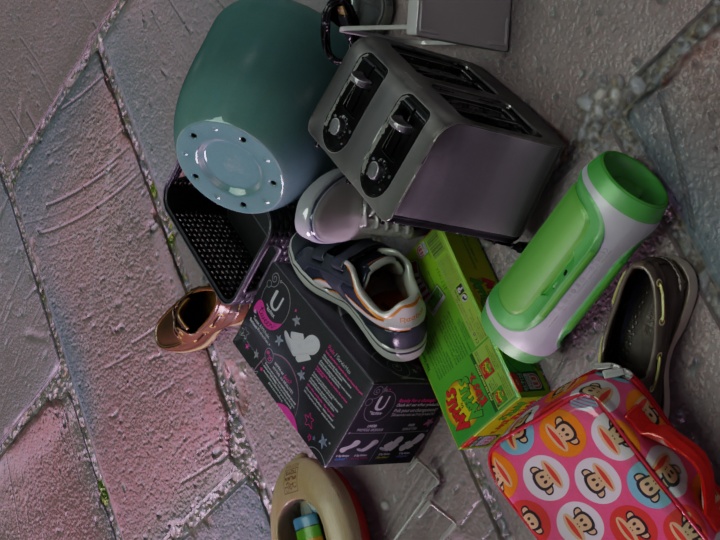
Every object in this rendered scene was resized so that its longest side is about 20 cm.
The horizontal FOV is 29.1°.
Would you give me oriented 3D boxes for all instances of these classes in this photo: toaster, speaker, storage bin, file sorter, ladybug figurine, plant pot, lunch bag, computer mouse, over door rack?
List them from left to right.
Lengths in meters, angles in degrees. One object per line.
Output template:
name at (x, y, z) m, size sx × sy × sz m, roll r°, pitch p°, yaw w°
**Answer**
storage bin at (-0.134, -0.069, 1.621) m, size 0.201 × 0.093 × 0.136 m, roll 54°, pitch 127°, yaw 33°
plant pot at (-0.105, -0.159, 1.465) m, size 0.200 × 0.200 × 0.162 m, roll -27°, pitch 26°, yaw 45°
ladybug figurine at (-0.037, 0.298, 1.521) m, size 0.135 × 0.071 × 0.202 m, roll -24°, pitch 72°, yaw 46°
computer mouse at (0.010, -0.186, 1.417) m, size 0.201 × 0.058 × 0.034 m, roll 62°, pitch 179°, yaw -30°
over door rack at (0.045, 0.307, 1.378) m, size 0.148 × 0.066 × 0.202 m, roll -115°, pitch 50°, yaw -80°
file sorter at (0.063, -0.321, 1.354) m, size 0.124 × 0.138 × 0.203 m, roll 7°, pitch 95°, yaw 44°
toaster at (0.078, -0.118, 1.318) m, size 0.181 × 0.198 × 0.119 m, roll 53°, pitch 124°, yaw 44°
speaker at (0.191, -0.010, 1.253) m, size 0.201 × 0.088 × 0.089 m, roll -56°, pitch 51°, yaw 33°
lunch bag at (0.221, 0.185, 1.175) m, size 0.201 × 0.082 × 0.176 m, roll 54°, pitch 133°, yaw 3°

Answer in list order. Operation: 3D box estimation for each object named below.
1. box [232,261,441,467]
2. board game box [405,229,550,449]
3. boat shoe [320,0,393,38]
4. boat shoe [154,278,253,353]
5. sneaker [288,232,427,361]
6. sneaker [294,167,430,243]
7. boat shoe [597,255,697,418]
box at (-0.017, 0.095, 1.456) m, size 0.200 × 0.131 × 0.115 m, roll 50°, pitch 121°, yaw 36°
board game box at (0.103, 0.063, 1.380) m, size 0.102 × 0.047 × 0.202 m, roll -46°, pitch 56°, yaw 39°
boat shoe at (-0.044, -0.241, 1.533) m, size 0.201 × 0.071 × 0.071 m, roll -49°, pitch 55°, yaw 37°
boat shoe at (-0.203, 0.053, 1.718) m, size 0.199 × 0.067 × 0.073 m, roll -25°, pitch 71°, yaw 46°
sneaker at (0.000, 0.000, 1.397) m, size 0.200 × 0.078 × 0.080 m, roll 42°, pitch 145°, yaw 33°
sneaker at (0.020, -0.063, 1.366) m, size 0.070 × 0.199 × 0.074 m, roll 19°, pitch 113°, yaw 37°
boat shoe at (0.237, 0.085, 1.216) m, size 0.072 × 0.059 × 0.202 m, roll 28°, pitch 111°, yaw 45°
